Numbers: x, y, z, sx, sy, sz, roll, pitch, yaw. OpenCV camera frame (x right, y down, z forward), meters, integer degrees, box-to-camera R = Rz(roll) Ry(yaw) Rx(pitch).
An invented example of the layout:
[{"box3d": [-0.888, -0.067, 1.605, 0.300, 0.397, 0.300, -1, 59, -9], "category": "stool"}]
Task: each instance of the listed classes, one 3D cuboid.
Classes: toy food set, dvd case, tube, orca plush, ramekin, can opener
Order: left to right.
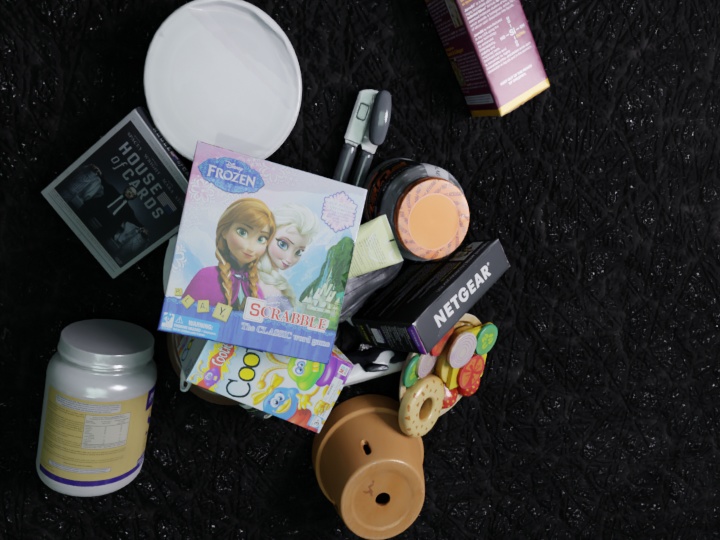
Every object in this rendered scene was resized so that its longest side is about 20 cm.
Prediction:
[{"box3d": [-0.314, -0.097, 0.724, 0.196, 0.025, 0.152, -29, 108, 21], "category": "dvd case"}, {"box3d": [-0.177, -0.242, 0.714, 0.195, 0.094, 0.210, -3, 105, -10], "category": "ramekin"}, {"box3d": [-0.047, -0.007, 0.680, 0.194, 0.058, 0.054, -20, 83, 11], "category": "tube"}, {"box3d": [-0.005, -0.161, 0.782, 0.052, 0.067, 0.206, 17, 100, -14], "category": "can opener"}, {"box3d": [0.030, 0.130, 0.863, 0.193, 0.106, 0.073, -15, 75, -5], "category": "orca plush"}, {"box3d": [0.137, 0.160, 0.862, 0.195, 0.048, 0.205, -12, 120, -35], "category": "toy food set"}]

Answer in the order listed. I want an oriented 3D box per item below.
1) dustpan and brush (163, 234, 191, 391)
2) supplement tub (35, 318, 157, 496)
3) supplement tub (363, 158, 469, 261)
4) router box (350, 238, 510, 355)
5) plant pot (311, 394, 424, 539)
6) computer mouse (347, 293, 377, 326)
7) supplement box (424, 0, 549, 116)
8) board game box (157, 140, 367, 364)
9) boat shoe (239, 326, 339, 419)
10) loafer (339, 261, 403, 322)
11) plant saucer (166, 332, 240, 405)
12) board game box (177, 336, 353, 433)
[{"box3d": [-0.227, 0.068, 0.756, 0.135, 0.057, 0.207, 14, 80, 4], "category": "dustpan and brush"}, {"box3d": [-0.367, 0.188, 0.759, 0.140, 0.146, 0.207, 11, 102, -13], "category": "supplement tub"}, {"box3d": [0.073, -0.087, 0.746, 0.118, 0.200, 0.127, -3, 105, -10], "category": "supplement tub"}, {"box3d": [0.098, 0.032, 0.770, 0.199, 0.147, 0.052, -40, 110, -28], "category": "router box"}, {"box3d": [0.022, 0.329, 0.874, 0.192, 0.140, 0.208, -3, 106, -10], "category": "plant pot"}, {"box3d": [-0.012, 0.060, 0.830, 0.196, 0.112, 0.044, 26, 125, -24], "category": "computer mouse"}, {"box3d": [0.171, -0.329, 0.751, 0.084, 0.110, 0.204, -29, 108, -3], "category": "supplement box"}, {"box3d": [-0.107, -0.016, 0.604, 0.193, 0.041, 0.207, 12, 91, -14], "category": "board game box"}, {"box3d": [-0.104, 0.150, 0.843, 0.198, 0.076, 0.061, -39, 127, 4], "category": "boat shoe"}, {"box3d": [0.000, 0.000, 0.778, 0.200, 0.067, 0.072, -39, 115, -43], "category": "loafer"}, {"box3d": [-0.195, 0.095, 0.790, 0.192, 0.034, 0.209, 0, 86, 2], "category": "plant saucer"}, {"box3d": [-0.124, 0.115, 0.709, 0.197, 0.103, 0.107, 30, 90, -28], "category": "board game box"}]
